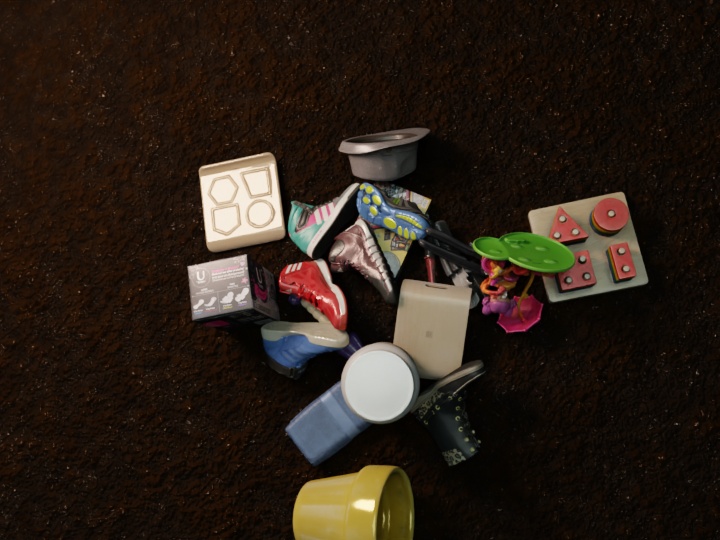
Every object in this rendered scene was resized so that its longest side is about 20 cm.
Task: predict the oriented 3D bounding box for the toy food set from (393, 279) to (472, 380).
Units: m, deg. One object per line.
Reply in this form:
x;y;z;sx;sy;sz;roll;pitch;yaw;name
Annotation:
0.145;0.126;1.345;0.142;0.060;0.202;8;97;10;toy food set

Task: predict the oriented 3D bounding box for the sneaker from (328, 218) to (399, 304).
0.000;0.000;1.367;0.115;0.076;0.201;-26;65;8;sneaker

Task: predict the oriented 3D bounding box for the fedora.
0.055;-0.246;1.413;0.199;0.177;0.091;-14;110;-19;fedora

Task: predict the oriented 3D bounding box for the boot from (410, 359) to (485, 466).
0.198;0.278;1.275;0.203;0.073;0.154;-42;76;36;boot

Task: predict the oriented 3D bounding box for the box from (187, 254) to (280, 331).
-0.257;0.050;1.358;0.131;0.200;0.116;-11;78;6;box

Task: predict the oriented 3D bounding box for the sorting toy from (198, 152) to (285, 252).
-0.268;-0.153;1.492;0.184;0.036;0.201;-11;81;7;sorting toy

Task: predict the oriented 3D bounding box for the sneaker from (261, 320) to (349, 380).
-0.111;0.170;1.353;0.199;0.077;0.112;2;109;22;sneaker

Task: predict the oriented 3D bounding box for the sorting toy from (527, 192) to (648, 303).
0.465;-0.053;1.335;0.199;0.070;0.200;-12;77;7;sorting toy

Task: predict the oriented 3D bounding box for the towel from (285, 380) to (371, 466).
-0.048;0.302;1.351;0.200;0.049;0.112;-38;79;-2;towel

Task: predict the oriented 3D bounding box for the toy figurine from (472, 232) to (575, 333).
0.300;0.038;1.291;0.198;0.150;0.185;4;120;-8;toy figurine

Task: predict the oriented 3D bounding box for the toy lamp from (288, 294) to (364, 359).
-0.069;0.115;1.391;0.200;0.058;0.058;42;87;16;toy lamp

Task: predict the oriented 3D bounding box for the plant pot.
-0.017;0.474;1.247;0.188;0.201;0.202;-6;77;24;plant pot

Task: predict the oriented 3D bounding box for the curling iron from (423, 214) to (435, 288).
0.138;-0.019;1.385;0.049;0.026;0.202;1;89;13;curling iron

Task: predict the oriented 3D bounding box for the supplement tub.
0.039;0.208;1.229;0.143;0.200;0.146;0;84;4;supplement tub

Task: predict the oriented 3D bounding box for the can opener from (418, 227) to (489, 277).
0.206;-0.033;1.331;0.199;0.079;0.064;16;100;-22;can opener

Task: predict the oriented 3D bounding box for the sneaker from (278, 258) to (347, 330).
-0.104;0.056;1.344;0.115;0.079;0.200;-7;36;-21;sneaker

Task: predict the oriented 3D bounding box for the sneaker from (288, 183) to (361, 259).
-0.089;-0.129;1.435;0.120;0.084;0.200;30;70;20;sneaker

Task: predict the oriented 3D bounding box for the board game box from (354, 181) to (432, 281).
0.055;-0.086;1.424;0.135;0.035;0.201;24;83;13;board game box

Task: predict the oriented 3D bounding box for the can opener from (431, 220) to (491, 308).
0.206;-0.012;1.384;0.066;0.053;0.201;-19;75;-31;can opener

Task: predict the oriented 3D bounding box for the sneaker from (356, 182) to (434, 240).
0.071;-0.121;1.378;0.199;0.083;0.071;33;112;28;sneaker
